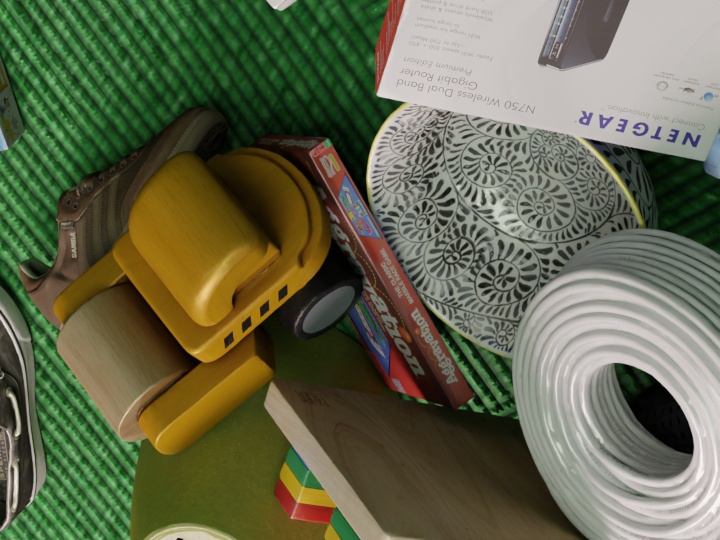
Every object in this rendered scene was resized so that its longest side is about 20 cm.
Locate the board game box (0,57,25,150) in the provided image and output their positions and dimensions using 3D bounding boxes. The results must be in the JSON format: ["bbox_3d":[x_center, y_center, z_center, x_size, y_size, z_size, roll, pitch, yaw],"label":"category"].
[{"bbox_3d":[-0.343,-0.136,1.393,0.200,0.034,0.135,-7,114,18],"label":"board game box"}]

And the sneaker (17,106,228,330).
[{"bbox_3d":[-0.168,-0.043,1.376,0.076,0.070,0.200,40,113,10],"label":"sneaker"}]

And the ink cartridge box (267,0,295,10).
[{"bbox_3d":[0.016,-0.256,1.174,0.086,0.146,0.200,47,117,-4],"label":"ink cartridge box"}]

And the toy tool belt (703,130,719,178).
[{"bbox_3d":[0.245,-0.101,1.209,0.125,0.123,0.200,11,119,9],"label":"toy tool belt"}]

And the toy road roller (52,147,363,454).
[{"bbox_3d":[-0.109,0.007,1.284,0.200,0.146,0.123,-41,67,2],"label":"toy road roller"}]

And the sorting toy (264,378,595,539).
[{"bbox_3d":[0.053,0.155,1.273,0.199,0.200,0.070,11,108,-27],"label":"sorting toy"}]

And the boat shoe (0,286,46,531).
[{"bbox_3d":[-0.273,0.095,1.475,0.071,0.064,0.200,-3,115,16],"label":"boat shoe"}]

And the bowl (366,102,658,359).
[{"bbox_3d":[0.112,-0.047,1.273,0.201,0.094,0.201,22,133,25],"label":"bowl"}]

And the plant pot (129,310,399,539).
[{"bbox_3d":[-0.078,0.154,1.377,0.187,0.200,0.187,6,117,11],"label":"plant pot"}]

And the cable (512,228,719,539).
[{"bbox_3d":[0.172,0.079,1.181,0.200,0.069,0.200,47,140,17],"label":"cable"}]

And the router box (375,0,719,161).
[{"bbox_3d":[0.125,-0.161,1.118,0.200,0.049,0.180,10,129,-9],"label":"router box"}]

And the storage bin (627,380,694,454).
[{"bbox_3d":[0.266,0.146,1.288,0.094,0.135,0.200,-22,97,52],"label":"storage bin"}]

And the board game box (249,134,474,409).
[{"bbox_3d":[0.000,0.000,1.344,0.019,0.103,0.200,-36,108,-19],"label":"board game box"}]
